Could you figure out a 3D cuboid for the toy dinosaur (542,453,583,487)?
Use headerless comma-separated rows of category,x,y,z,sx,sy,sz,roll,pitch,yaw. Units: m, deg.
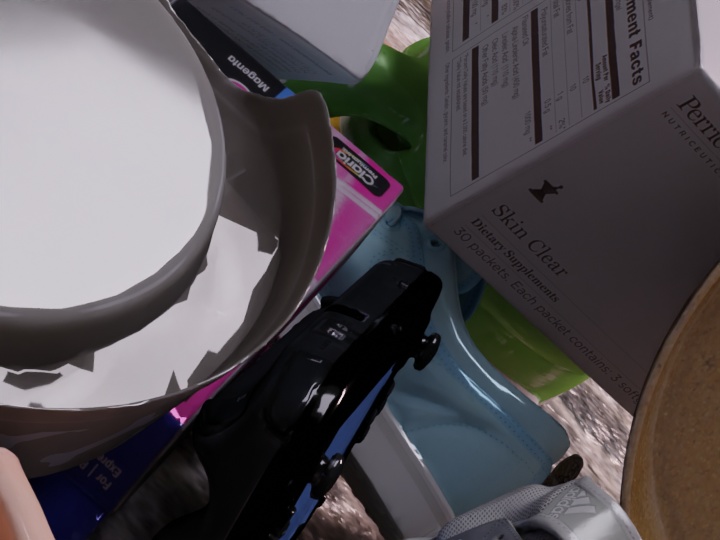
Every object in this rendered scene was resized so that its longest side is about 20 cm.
toy dinosaur,0.093,0.121,0.913,0.200,0.086,0.135,46,13,24

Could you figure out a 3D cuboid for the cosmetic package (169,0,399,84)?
cosmetic package,-0.072,-0.129,0.925,0.200,0.102,0.074,9,-17,46

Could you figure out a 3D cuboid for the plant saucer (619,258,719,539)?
plant saucer,0.162,0.051,0.825,0.200,0.200,0.035,37,0,-31

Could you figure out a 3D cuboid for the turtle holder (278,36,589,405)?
turtle holder,0.024,-0.012,0.974,0.185,0.131,0.141,7,58,-56

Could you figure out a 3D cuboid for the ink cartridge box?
ink cartridge box,-0.068,-0.003,0.736,0.095,0.037,0.200,41,39,1

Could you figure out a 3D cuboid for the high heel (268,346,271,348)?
high heel,-0.102,-0.035,0.831,0.201,0.067,0.096,61,21,9

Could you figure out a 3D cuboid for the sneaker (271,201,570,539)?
sneaker,0.000,0.000,0.879,0.200,0.082,0.074,59,-10,13

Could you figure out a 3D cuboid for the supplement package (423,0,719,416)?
supplement package,0.126,-0.035,0.905,0.200,0.111,0.156,41,33,-31

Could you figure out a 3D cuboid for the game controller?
game controller,-0.019,0.055,0.727,0.042,0.105,0.200,22,12,7

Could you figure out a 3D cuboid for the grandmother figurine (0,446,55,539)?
grandmother figurine,-0.055,0.118,0.528,0.200,0.061,0.121,53,10,31

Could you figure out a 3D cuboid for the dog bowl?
dog bowl,-0.107,-0.035,0.660,0.199,0.059,0.201,18,47,-20

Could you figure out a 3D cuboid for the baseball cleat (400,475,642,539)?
baseball cleat,0.024,0.098,0.718,0.070,0.106,0.200,58,16,-4
